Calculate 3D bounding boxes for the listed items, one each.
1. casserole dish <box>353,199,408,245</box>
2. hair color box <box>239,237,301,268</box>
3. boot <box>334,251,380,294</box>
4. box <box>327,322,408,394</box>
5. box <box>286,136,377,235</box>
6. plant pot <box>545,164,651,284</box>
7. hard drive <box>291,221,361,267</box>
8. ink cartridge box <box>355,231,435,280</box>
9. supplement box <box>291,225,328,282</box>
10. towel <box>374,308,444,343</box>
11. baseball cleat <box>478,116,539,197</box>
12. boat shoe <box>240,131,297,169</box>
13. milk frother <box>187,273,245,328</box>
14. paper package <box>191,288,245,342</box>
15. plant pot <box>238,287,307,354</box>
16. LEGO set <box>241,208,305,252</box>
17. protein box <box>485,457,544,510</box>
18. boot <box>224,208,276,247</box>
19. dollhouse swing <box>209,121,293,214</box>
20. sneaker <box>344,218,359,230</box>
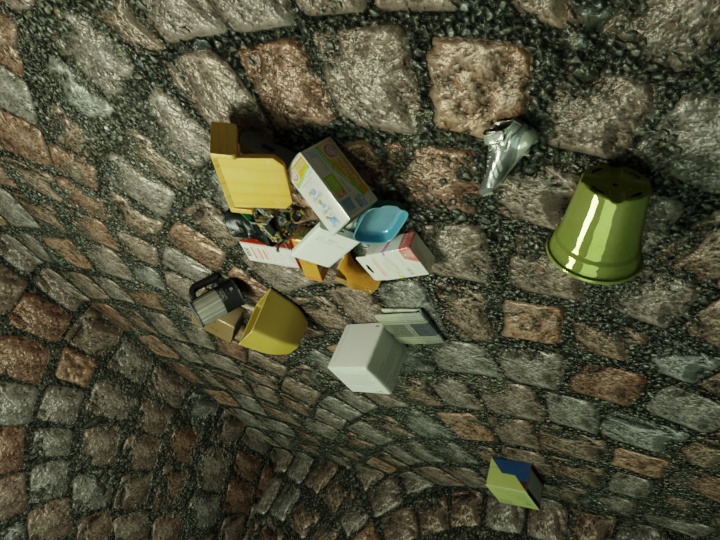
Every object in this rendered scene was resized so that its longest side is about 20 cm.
[{"bbox_3d":[0.051,-0.132,1.498,0.120,0.039,0.200,2,153,-17],"label":"casserole dish"},{"bbox_3d":[-0.286,-0.072,1.831,0.199,0.061,0.102,9,144,23],"label":"hair color box"},{"bbox_3d":[0.000,0.001,1.744,0.143,0.071,0.202,17,150,0],"label":"boot"},{"bbox_3d":[0.029,0.320,2.046,0.199,0.200,0.171,-7,135,41],"label":"box"},{"bbox_3d":[-0.073,-0.209,1.381,0.200,0.112,0.101,52,144,-1],"label":"box"},{"bbox_3d":[0.499,-0.106,1.145,0.199,0.201,0.185,14,134,18],"label":"plant pot"},{"bbox_3d":[-0.102,-0.072,1.621,0.131,0.027,0.200,18,151,-24],"label":"hard drive"},{"bbox_3d":[0.098,-0.037,1.610,0.199,0.068,0.117,-9,134,40],"label":"ink cartridge box"},{"bbox_3d":[-0.156,-0.051,1.768,0.066,0.069,0.201,12,147,19],"label":"supplement box"},{"bbox_3d":[0.170,0.192,1.932,0.199,0.035,0.193,-7,139,38],"label":"towel"},{"bbox_3d":[0.290,-0.246,1.191,0.106,0.070,0.200,34,138,-1],"label":"baseball cleat"},{"bbox_3d":[-0.233,-0.281,1.480,0.201,0.075,0.086,29,147,1],"label":"boat shoe"},{"bbox_3d":[-0.567,0.135,2.200,0.181,0.187,0.201,46,156,34],"label":"milk frother"},{"bbox_3d":[-0.610,0.196,2.400,0.199,0.104,0.191,28,146,-3],"label":"paper package"},{"bbox_3d":[-0.324,0.221,2.168,0.199,0.195,0.195,29,148,-15],"label":"plant pot"},{"bbox_3d":[-0.237,-0.164,1.579,0.116,0.154,0.200,10,141,54],"label":"LEGO set"},{"bbox_3d":[0.717,0.986,2.590,0.198,0.135,0.200,-4,137,37],"label":"protein box"},{"bbox_3d":[-0.351,-0.164,1.726,0.167,0.077,0.201,16,142,21],"label":"boot"},{"bbox_3d":[-0.274,-0.268,1.439,0.174,0.183,0.201,-10,141,-1],"label":"dollhouse swing"},{"bbox_3d":[-0.028,-0.150,1.548,0.088,0.076,0.200,24,156,-24],"label":"sneaker"}]
